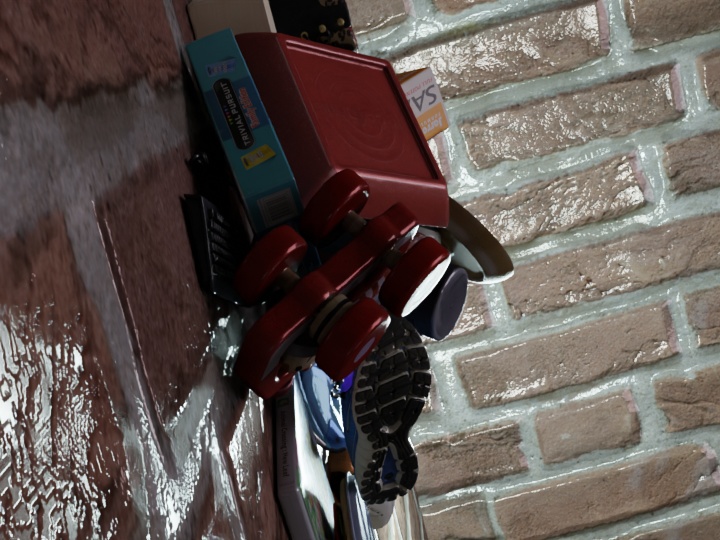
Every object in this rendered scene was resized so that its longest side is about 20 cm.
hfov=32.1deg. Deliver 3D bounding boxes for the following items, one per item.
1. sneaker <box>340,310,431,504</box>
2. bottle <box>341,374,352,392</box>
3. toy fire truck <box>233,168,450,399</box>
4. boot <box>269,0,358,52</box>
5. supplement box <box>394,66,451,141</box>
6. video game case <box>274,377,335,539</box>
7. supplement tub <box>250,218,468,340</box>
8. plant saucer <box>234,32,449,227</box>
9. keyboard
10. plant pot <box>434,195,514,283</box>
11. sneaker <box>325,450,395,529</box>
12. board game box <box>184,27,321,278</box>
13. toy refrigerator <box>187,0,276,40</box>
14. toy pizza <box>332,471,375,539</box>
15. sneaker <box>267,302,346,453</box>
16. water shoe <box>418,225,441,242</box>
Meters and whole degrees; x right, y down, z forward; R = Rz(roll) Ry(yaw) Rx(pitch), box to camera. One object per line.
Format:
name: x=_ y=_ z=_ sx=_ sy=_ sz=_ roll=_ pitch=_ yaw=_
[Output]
sneaker: x=0.012 y=0.117 z=1.150 sx=0.089 sy=0.077 sz=0.203 roll=-125 pitch=-147 yaw=-47
bottle: x=-0.017 y=0.146 z=1.424 sx=0.066 sy=0.083 sz=0.201 roll=-55 pitch=153 yaw=-24
toy fire truck: x=-0.027 y=0.032 z=1.006 sx=0.112 sy=0.200 sz=0.169 roll=39 pitch=-36 yaw=12
boot: x=-0.076 y=-0.233 z=1.367 sx=0.074 sy=0.148 sz=0.202 roll=72 pitch=5 yaw=-54
supplement box: x=-0.016 y=-0.157 z=1.384 sx=0.126 sy=0.198 sz=0.074 roll=-36 pitch=112 yaw=-39
video game case: x=-0.043 y=0.221 z=1.154 sx=0.183 sy=0.022 sz=0.202 roll=-99 pitch=174 yaw=-61
supplement tub: x=0.000 y=0.000 z=1.184 sx=0.107 sy=0.198 sz=0.108 roll=-43 pitch=145 yaw=-42
plant saucer: x=-0.007 y=-0.140 z=1.184 sx=0.198 sy=0.037 sz=0.202 roll=4 pitch=55 yaw=-45
keyboard: x=-0.114 y=-0.037 z=1.022 sx=0.200 sy=0.020 sz=0.129 roll=59 pitch=18 yaw=-84
plant pot: x=0.081 y=-0.046 z=1.383 sx=0.199 sy=0.028 sz=0.200 roll=37 pitch=-11 yaw=8
sneaker: x=-0.009 y=0.252 z=1.415 sx=0.202 sy=0.072 sz=0.085 roll=75 pitch=26 yaw=-47
board game box: x=-0.091 y=-0.088 z=1.096 sx=0.152 sy=0.046 sz=0.201 roll=75 pitch=-7 yaw=-50
toy refrigerator: x=-0.107 y=-0.178 z=1.252 sx=0.070 sy=0.075 sz=0.203 roll=-94 pitch=170 yaw=-73
toy pizza: x=0.001 y=0.294 z=1.190 sx=0.200 sy=0.031 sz=0.204 roll=-13 pitch=90 yaw=-89
sneaker: x=-0.036 y=0.083 z=1.263 sx=0.078 sy=0.088 sz=0.203 roll=56 pitch=21 yaw=-81
water shoe: x=0.047 y=0.005 z=1.383 sx=0.200 sy=0.070 sz=0.080 roll=78 pitch=30 yaw=-74
